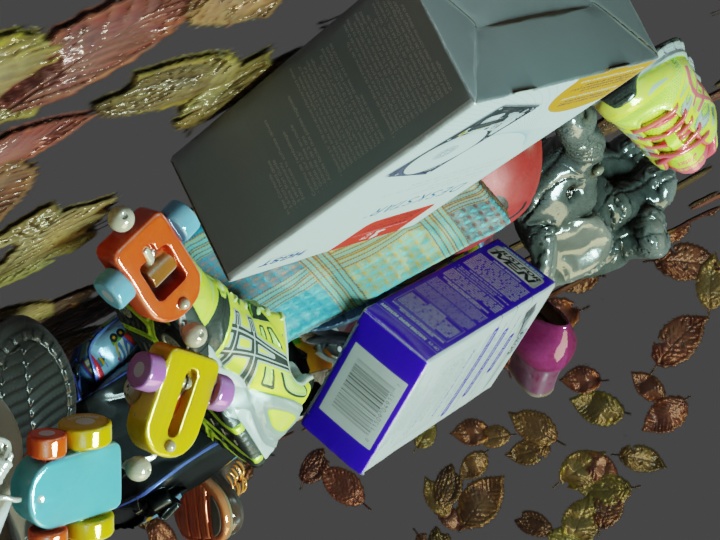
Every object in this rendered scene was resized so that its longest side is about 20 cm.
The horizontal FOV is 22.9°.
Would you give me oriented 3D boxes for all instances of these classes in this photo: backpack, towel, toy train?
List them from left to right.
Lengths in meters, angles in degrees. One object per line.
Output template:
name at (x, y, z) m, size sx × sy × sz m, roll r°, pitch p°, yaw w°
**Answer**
toy train at (-0.152, 0.060, 1.009) m, size 0.056 × 0.150 × 0.200 m, roll 16°, pitch -120°, yaw 45°
backpack at (-0.153, 0.102, 1.278) m, size 0.183 × 0.135 × 0.200 m, roll -34°, pitch 180°, yaw -35°
towel at (-0.018, -0.021, 1.142) m, size 0.200 × 0.022 × 0.147 m, roll -29°, pitch 141°, yaw 15°

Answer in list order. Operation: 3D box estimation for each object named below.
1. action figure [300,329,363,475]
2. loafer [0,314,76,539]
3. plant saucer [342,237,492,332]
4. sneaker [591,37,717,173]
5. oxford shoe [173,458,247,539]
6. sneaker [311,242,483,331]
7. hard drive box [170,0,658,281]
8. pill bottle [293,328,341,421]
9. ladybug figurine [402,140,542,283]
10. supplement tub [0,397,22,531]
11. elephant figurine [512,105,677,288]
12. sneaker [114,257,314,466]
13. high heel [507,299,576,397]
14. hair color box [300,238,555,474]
action figure at (0.002, 0.070, 1.452) m, size 0.102 × 0.119 × 0.200 m, roll 8°, pitch -129°, yaw 23°
loafer at (-0.230, 0.114, 1.153) m, size 0.073 × 0.071 × 0.200 m, roll -31°, pitch 133°, yaw -41°
plant saucer at (0.055, 0.039, 1.637) m, size 0.201 × 0.051 × 0.201 m, roll -44°, pitch -169°, yaw 11°
sneaker at (0.232, -0.117, 1.337) m, size 0.078 × 0.090 × 0.200 m, roll -28°, pitch 171°, yaw 24°
oxford shoe at (-0.122, 0.167, 1.437) m, size 0.073 × 0.071 × 0.200 m, roll -7°, pitch -167°, yaw -21°
sneaker at (0.000, 0.000, 1.394) m, size 0.199 × 0.071 × 0.083 m, roll -19°, pitch -179°, yaw -16°
hard drive box at (0.025, -0.083, 0.911) m, size 0.156 × 0.077 × 0.200 m, roll -18°, pitch 169°, yaw -45°
pill bottle at (-0.087, 0.080, 1.508) m, size 0.111 × 0.111 × 0.200 m, roll -29°, pitch 172°, yaw 21°
ladybug figurine at (0.058, -0.048, 1.275) m, size 0.136 × 0.072 × 0.200 m, roll -19°, pitch 169°, yaw -46°
supplement tub at (-0.288, 0.162, 1.074) m, size 0.132 × 0.132 × 0.200 m, roll -20°, pitch 148°, yaw -43°
elephant figurine at (0.154, -0.059, 1.418) m, size 0.141 × 0.155 × 0.200 m, roll 10°, pitch -175°, yaw 36°
sneaker at (-0.093, 0.037, 1.126) m, size 0.076 × 0.075 × 0.200 m, roll -47°, pitch 139°, yaw -21°
high heel at (0.113, 0.007, 1.486) m, size 0.067 × 0.200 × 0.096 m, roll -27°, pitch 152°, yaw -27°
hair color box at (0.051, 0.057, 1.275) m, size 0.200 × 0.065 × 0.109 m, roll -24°, pitch 149°, yaw -55°
